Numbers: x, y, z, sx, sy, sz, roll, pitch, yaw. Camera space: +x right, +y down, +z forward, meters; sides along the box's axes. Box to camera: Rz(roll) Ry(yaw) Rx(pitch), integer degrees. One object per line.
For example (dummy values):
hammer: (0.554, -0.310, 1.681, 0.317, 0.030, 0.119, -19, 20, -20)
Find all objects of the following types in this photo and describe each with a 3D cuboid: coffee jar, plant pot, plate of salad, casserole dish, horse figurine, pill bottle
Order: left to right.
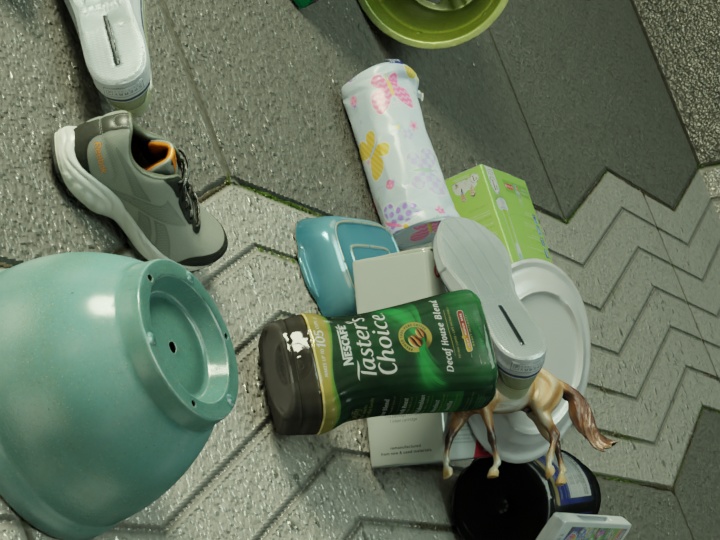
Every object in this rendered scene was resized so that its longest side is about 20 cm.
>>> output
plant pot: (-0.169, 0.071, 1.293, 0.200, 0.134, 0.201, 48, 29, -38)
casserole dish: (0.000, 0.000, 1.870, 0.200, 0.039, 0.122, 3, 65, -65)
coffee jar: (0.013, 0.081, 1.628, 0.085, 0.199, 0.105, 112, -33, -65)
plant pot: (0.096, -0.375, 2.299, 0.201, 0.199, 0.190, 64, 9, -5)
horse figurine: (0.143, 0.131, 1.751, 0.199, 0.050, 0.133, 6, 70, -27)
plate of salad: (0.157, 0.088, 1.838, 0.199, 0.048, 0.202, -6, 98, -45)
pill bottle: (0.180, 0.240, 1.943, 0.200, 0.111, 0.113, 9, 60, -65)

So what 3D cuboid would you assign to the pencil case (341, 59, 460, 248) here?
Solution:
pencil case: (0.044, -0.125, 2.030, 0.090, 0.083, 0.201, 0, 67, -42)

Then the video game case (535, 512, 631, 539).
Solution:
video game case: (0.200, 0.311, 1.902, 0.018, 0.144, 0.200, 37, 9, 27)

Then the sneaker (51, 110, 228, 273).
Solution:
sneaker: (-0.163, -0.061, 1.510, 0.200, 0.079, 0.074, 41, 31, -49)

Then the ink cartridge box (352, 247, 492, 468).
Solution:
ink cartridge box: (0.065, 0.086, 1.816, 0.146, 0.082, 0.202, 8, 75, -64)

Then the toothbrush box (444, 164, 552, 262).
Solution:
toothbrush box: (0.162, -0.009, 2.181, 0.145, 0.086, 0.201, 10, 58, -64)

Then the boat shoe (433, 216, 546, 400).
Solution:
boat shoe: (0.111, 0.033, 1.720, 0.071, 0.062, 0.201, -2, 44, -20)

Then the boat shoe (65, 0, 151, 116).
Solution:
boat shoe: (-0.214, -0.219, 1.565, 0.062, 0.071, 0.201, 90, -10, -62)

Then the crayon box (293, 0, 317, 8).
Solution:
crayon box: (-0.033, -0.396, 2.075, 0.058, 0.118, 0.201, 46, 30, -39)
